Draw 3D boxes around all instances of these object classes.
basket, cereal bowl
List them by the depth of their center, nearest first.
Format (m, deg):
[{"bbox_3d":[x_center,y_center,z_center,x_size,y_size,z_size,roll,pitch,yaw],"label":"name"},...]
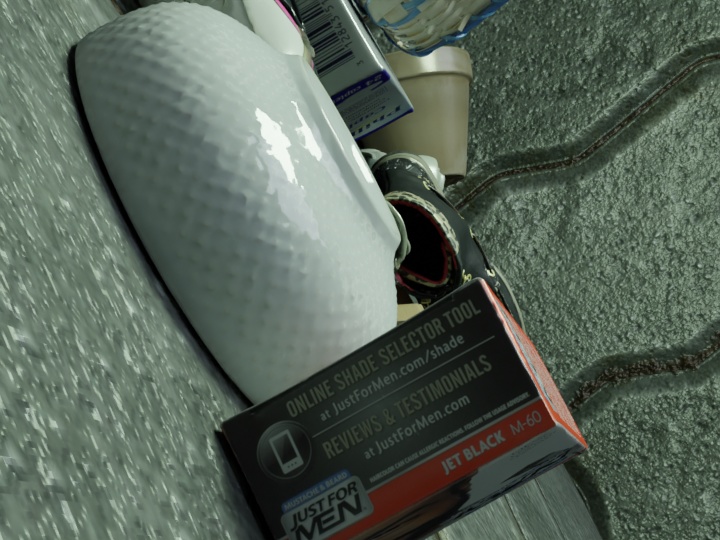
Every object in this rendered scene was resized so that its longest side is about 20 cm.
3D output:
[{"bbox_3d":[-0.039,-0.034,0.615,0.201,0.083,0.200,61,5,-10],"label":"cereal bowl"},{"bbox_3d":[0.069,-0.262,1.114,0.140,0.176,0.200,58,17,12],"label":"basket"}]

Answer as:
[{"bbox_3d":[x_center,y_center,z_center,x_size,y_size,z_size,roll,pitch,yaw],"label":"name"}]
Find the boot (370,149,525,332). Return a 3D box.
[{"bbox_3d":[0.065,0.010,1.072,0.204,0.073,0.154,59,10,-10],"label":"boot"}]

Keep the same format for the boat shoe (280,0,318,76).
[{"bbox_3d":[-0.078,-0.175,0.969,0.066,0.074,0.201,92,-20,-79],"label":"boat shoe"}]

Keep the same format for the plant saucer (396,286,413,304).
[{"bbox_3d":[0.036,0.061,1.042,0.201,0.032,0.200,60,7,-12],"label":"plant saucer"}]

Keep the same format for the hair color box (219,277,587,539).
[{"bbox_3d":[0.029,0.070,0.573,0.064,0.110,0.200,62,7,16],"label":"hair color box"}]

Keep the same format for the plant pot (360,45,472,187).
[{"bbox_3d":[0.075,-0.204,1.955,0.200,0.198,0.175,30,48,-78],"label":"plant pot"}]

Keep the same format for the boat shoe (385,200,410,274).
[{"bbox_3d":[-0.007,-0.020,0.796,0.200,0.063,0.071,-116,-175,-70],"label":"boat shoe"}]

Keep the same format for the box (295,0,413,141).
[{"bbox_3d":[-0.054,-0.197,1.111,0.185,0.104,0.200,62,7,7],"label":"box"}]

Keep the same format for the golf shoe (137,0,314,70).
[{"bbox_3d":[-0.095,-0.154,0.775,0.092,0.073,0.200,45,7,-49],"label":"golf shoe"}]

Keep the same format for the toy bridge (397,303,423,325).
[{"bbox_3d":[0.000,0.000,0.909,0.201,0.027,0.068,-113,-154,-48],"label":"toy bridge"}]

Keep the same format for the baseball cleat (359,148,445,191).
[{"bbox_3d":[0.010,-0.068,1.226,0.200,0.106,0.070,127,-25,-69],"label":"baseball cleat"}]
